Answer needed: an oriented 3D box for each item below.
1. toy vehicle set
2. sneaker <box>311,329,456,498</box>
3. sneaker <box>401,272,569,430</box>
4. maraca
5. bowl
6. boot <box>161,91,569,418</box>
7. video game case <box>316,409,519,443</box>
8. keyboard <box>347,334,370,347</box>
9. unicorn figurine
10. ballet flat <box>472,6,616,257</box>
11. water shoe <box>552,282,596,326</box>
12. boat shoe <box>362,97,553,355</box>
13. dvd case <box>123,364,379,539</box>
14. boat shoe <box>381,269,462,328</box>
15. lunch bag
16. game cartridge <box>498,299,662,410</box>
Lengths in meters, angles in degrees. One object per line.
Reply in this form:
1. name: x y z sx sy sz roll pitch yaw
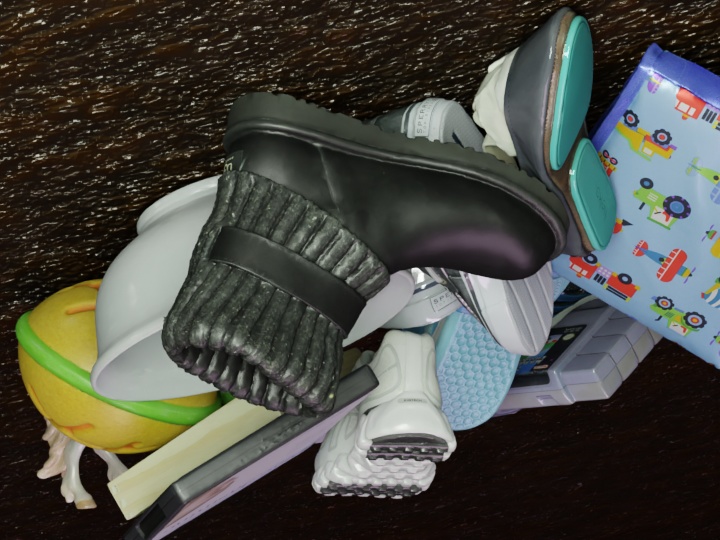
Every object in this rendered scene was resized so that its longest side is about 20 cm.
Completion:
1. toy vehicle set: -0.073 0.103 1.722 0.124 0.027 0.200 -34 174 18
2. sneaker: 0.015 0.097 1.700 0.075 0.081 0.200 3 161 -15
3. sneaker: 0.077 -0.009 1.735 0.079 0.131 0.200 17 117 -23
4. maraca: -0.146 0.061 1.708 0.107 0.137 0.200 -60 162 11
5. bowl: -0.075 0.000 1.568 0.200 0.091 0.201 -18 165 -5
6. boot: 0.004 0.008 1.423 0.210 0.158 0.079 16 154 -11
7. video game case: 0.073 0.101 2.222 0.199 0.023 0.182 -8 165 -21
8. keyboard: -0.027 0.042 1.844 0.104 0.040 0.200 -30 179 5
9. unicorn figurine: -0.140 0.099 1.869 0.199 0.138 0.074 -1 179 9
10. ballet flat: 0.097 -0.075 1.468 0.073 0.073 0.200 -14 145 3
11. water shoe: 0.126 -0.008 1.809 0.200 0.072 0.079 -24 145 20
12. boat shoe: 0.055 -0.027 1.556 0.071 0.072 0.200 -1 136 30
13. dvd case: -0.071 0.120 1.638 0.142 0.018 0.200 -31 175 -19
14. boat shoe: 0.000 0.000 1.706 0.073 0.067 0.200 -29 -169 -33
15. lunch bag: 0.203 -0.047 1.550 0.150 0.094 0.200 30 151 0
16. game cartridge: 0.128 0.050 1.863 0.200 0.038 0.130 -9 -156 48
